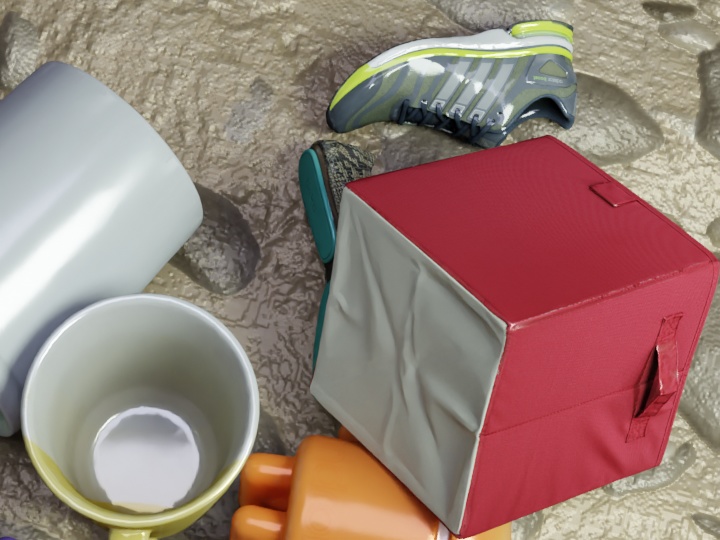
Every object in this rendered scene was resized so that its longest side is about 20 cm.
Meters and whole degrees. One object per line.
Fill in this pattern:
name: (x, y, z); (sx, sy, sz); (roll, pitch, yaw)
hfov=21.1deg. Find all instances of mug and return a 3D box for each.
mug: (-0.153, 0.124, 1.268); (0.149, 0.153, 0.187); (35, 72, 7)

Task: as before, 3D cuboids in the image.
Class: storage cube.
storage cube: (0.096, 0.038, 1.254); (0.179, 0.172, 0.200); (-15, 41, -34)

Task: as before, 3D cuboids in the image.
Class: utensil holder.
utensil holder: (-0.227, -0.017, 1.306); (0.170, 0.170, 0.200); (40, 70, 9)

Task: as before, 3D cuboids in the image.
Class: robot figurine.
robot figurine: (0.014, 0.176, 1.285); (0.198, 0.144, 0.118); (9, 110, -2)

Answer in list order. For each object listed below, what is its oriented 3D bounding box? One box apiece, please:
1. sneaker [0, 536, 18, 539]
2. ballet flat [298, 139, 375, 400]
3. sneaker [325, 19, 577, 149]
sneaker: (-0.202, 0.265, 1.251); (0.080, 0.084, 0.201); (-28, 76, -14)
ballet flat: (0.000, 0.000, 1.378); (0.075, 0.068, 0.202); (4, 67, -20)
sneaker: (0.072, -0.127, 1.423); (0.198, 0.074, 0.082); (-14, 75, -8)
